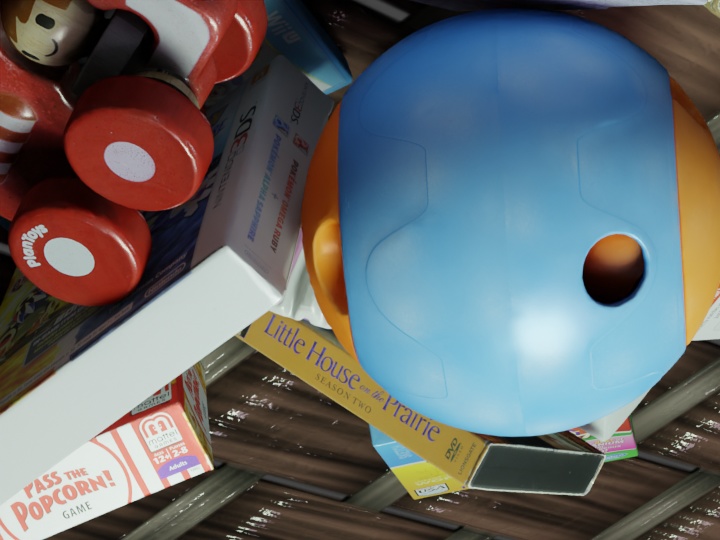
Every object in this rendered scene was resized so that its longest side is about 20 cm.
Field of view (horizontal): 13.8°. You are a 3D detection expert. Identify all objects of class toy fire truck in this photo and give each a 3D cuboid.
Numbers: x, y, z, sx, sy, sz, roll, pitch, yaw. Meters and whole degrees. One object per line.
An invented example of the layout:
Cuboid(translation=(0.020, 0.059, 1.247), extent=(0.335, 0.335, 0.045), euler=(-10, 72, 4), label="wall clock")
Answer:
Cuboid(translation=(-0.147, -0.090, 1.377), extent=(0.168, 0.112, 0.200), euler=(27, 139, -8), label="toy fire truck")

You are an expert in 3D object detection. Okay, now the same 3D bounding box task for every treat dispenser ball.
Cuboid(translation=(0.073, -0.023, 1.399), extent=(0.200, 0.201, 0.201), euler=(-14, 150, -8), label="treat dispenser ball")

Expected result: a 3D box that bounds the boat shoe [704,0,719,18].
Cuboid(translation=(0.260, -0.177, 1.522), extent=(0.200, 0.076, 0.072), euler=(-35, 147, 26), label="boat shoe")

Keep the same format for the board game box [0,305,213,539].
Cuboid(translation=(-0.157, 0.069, 1.576), extent=(0.151, 0.200, 0.046), euler=(-23, 115, 5), label="board game box")

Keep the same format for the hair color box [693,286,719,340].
Cuboid(translation=(0.209, -0.010, 1.784), extent=(0.200, 0.064, 0.111), euler=(-4, 149, -28), label="hair color box")

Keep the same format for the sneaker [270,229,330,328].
Cuboid(translation=(0.000, 0.000, 1.581), extent=(0.081, 0.200, 0.088), euler=(-61, 165, 4), label="sneaker")

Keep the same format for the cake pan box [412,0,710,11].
Cuboid(translation=(0.031, -0.155, 1.344), extent=(0.184, 0.052, 0.200), euler=(11, 177, -34), label="cake pan box")

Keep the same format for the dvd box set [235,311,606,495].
Cuboid(translation=(0.022, 0.060, 1.623), extent=(0.146, 0.200, 0.029), euler=(12, 108, -59), label="dvd box set")

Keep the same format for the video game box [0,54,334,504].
Cuboid(translation=(-0.108, 0.002, 1.476), extent=(0.200, 0.182, 0.047), euler=(-36, 110, 26), label="video game box")

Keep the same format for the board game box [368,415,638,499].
Cuboid(translation=(0.089, 0.092, 1.839), extent=(0.153, 0.040, 0.200), euler=(-12, 165, 6), label="board game box")

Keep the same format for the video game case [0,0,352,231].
Cuboid(translation=(-0.118, -0.090, 1.505), extent=(0.200, 0.018, 0.143), euler=(-25, 149, 10), label="video game case")

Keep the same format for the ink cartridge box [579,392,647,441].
Cuboid(translation=(0.098, -0.014, 1.609), extent=(0.083, 0.146, 0.200), euler=(-50, 158, -24), label="ink cartridge box")
